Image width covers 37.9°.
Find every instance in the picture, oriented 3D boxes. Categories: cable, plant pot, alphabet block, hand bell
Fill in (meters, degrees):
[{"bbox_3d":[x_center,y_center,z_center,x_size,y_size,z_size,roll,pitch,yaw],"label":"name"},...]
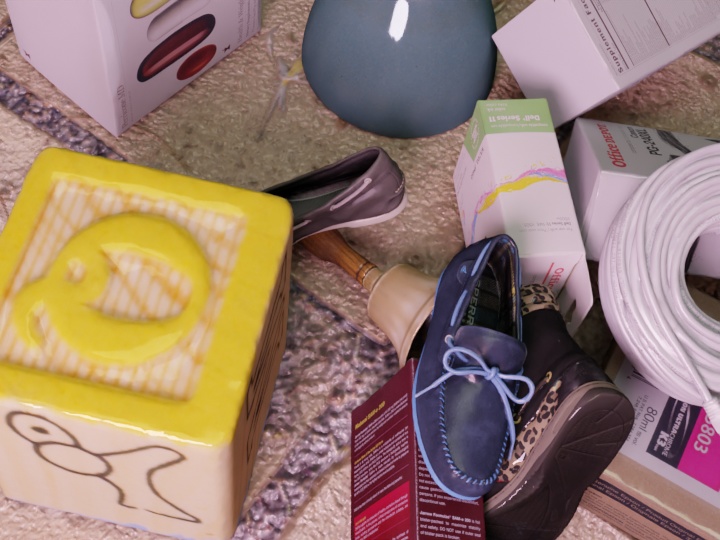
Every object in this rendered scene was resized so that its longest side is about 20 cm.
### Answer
[{"bbox_3d":[0.283,0.006,0.798,0.200,0.069,0.200,-40,85,-9],"label":"cable"},{"bbox_3d":[0.045,-0.249,1.008,0.197,0.135,0.202,3,60,-5],"label":"plant pot"},{"bbox_3d":[-0.160,0.061,0.762,0.193,0.201,0.198,11,58,0],"label":"alphabet block"},{"bbox_3d":[0.000,0.000,0.898,0.199,0.105,0.104,36,61,28],"label":"hand bell"}]

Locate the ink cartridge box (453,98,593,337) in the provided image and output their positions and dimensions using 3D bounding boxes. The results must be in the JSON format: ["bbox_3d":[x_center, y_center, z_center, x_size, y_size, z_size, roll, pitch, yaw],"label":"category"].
[{"bbox_3d":[0.135,-0.033,0.899,0.066,0.118,0.202,-2,59,-9],"label":"ink cartridge box"}]

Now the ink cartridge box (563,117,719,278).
[{"bbox_3d":[0.283,-0.062,0.921,0.197,0.084,0.146,8,26,-2],"label":"ink cartridge box"}]

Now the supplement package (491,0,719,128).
[{"bbox_3d":[0.244,-0.233,1.000,0.199,0.109,0.115,-30,91,-32],"label":"supplement package"}]

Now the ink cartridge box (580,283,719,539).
[{"bbox_3d":[0.266,0.122,0.849,0.163,0.075,0.201,27,59,11],"label":"ink cartridge box"}]

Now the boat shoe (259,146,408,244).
[{"bbox_3d":[-0.058,-0.056,0.890,0.198,0.057,0.067,-18,46,10],"label":"boat shoe"}]

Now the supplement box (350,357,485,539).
[{"bbox_3d":[0.039,0.180,0.763,0.060,0.109,0.202,13,57,-22],"label":"supplement box"}]

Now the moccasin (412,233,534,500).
[{"bbox_3d":[0.079,0.058,0.744,0.080,0.068,0.202,17,55,-21],"label":"moccasin"}]

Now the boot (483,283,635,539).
[{"bbox_3d":[0.114,0.120,0.799,0.072,0.201,0.151,16,31,-24],"label":"boot"}]

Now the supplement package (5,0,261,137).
[{"bbox_3d":[-0.206,-0.275,0.960,0.147,0.192,0.200,39,63,17],"label":"supplement package"}]
